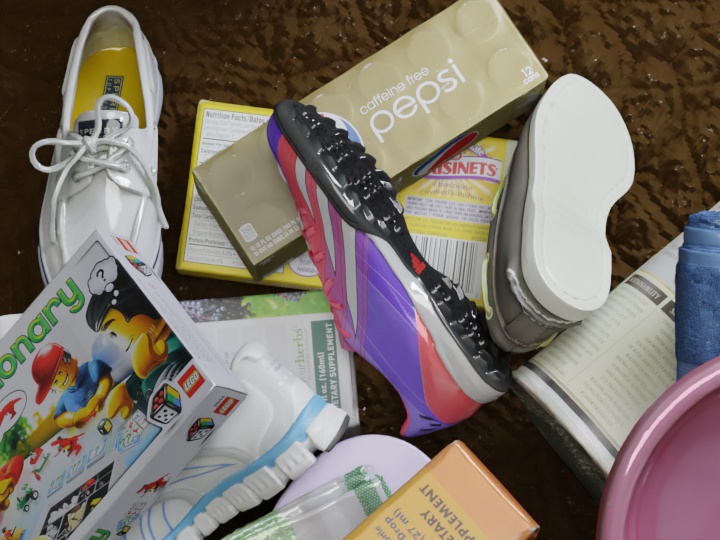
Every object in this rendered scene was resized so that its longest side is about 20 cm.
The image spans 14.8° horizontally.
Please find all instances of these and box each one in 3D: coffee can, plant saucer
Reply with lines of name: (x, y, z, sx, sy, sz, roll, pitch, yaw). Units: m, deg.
coffee can: (0.203, 0.050, 1.539, 0.200, 0.146, 0.146, -39, 83, -5)
plant saucer: (0.212, 0.130, 1.404, 0.200, 0.051, 0.201, -2, 99, -11)

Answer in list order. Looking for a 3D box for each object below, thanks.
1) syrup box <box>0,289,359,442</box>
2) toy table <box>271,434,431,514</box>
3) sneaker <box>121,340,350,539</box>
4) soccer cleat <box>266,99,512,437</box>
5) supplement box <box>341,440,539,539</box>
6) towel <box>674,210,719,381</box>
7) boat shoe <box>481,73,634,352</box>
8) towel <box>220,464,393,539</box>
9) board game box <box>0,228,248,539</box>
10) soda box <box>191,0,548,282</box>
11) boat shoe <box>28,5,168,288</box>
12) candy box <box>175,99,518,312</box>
syrup box: (-0.103, 0.062, 1.574, 0.200, 0.081, 0.079, -4, 80, -1)
toy table: (0.002, 0.196, 1.535, 0.183, 0.117, 0.200, 18, 83, 3)
sneaker: (-0.101, 0.106, 1.509, 0.200, 0.075, 0.087, -39, 95, 24)
soccer cleat: (0.000, 0.000, 1.512, 0.073, 0.068, 0.200, -35, 93, 22)
supplement box: (-0.002, 0.176, 1.420, 0.200, 0.069, 0.067, -43, 83, 1)
towel: (0.216, 0.068, 1.444, 0.111, 0.049, 0.200, -2, 102, -13)
boat shoe: (0.107, -0.034, 1.558, 0.072, 0.060, 0.202, 34, 38, -16)
towel: (-0.049, 0.210, 1.462, 0.200, 0.031, 0.149, -26, 83, -2)
board game box: (-0.162, 0.093, 1.479, 0.200, 0.035, 0.126, -49, 57, 13)
soda box: (0.006, -0.077, 1.576, 0.200, 0.064, 0.068, -33, 82, -6)
boat shoe: (-0.143, -0.065, 1.552, 0.074, 0.086, 0.202, 2, 56, 5)
candy box: (-0.002, -0.036, 1.614, 0.200, 0.026, 0.102, 8, 78, 1)
